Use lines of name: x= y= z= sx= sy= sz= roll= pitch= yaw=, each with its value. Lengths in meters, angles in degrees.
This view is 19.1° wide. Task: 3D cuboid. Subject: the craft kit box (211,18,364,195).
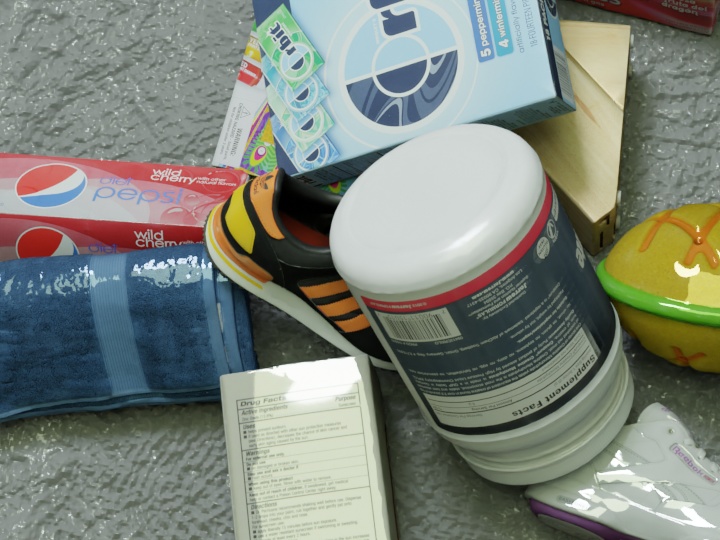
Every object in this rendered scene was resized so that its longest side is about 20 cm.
craft kit box: x=0.015 y=-0.141 z=1.457 sx=0.197 sy=0.048 sz=0.201 roll=15 pitch=87 yaw=24

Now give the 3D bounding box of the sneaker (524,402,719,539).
sneaker: x=0.210 y=0.139 z=1.363 sx=0.199 sy=0.075 sz=0.100 roll=17 pitch=73 yaw=12

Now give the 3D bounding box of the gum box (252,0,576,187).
gum box: x=0.029 y=-0.161 z=1.405 sx=0.199 sy=0.045 sz=0.171 roll=-16 pitch=74 yaw=22

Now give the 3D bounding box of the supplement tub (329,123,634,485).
supplement tub: x=0.079 y=0.022 z=1.332 sx=0.140 sy=0.200 sz=0.141 roll=-19 pitch=37 yaw=15

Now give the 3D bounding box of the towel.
towel: x=-0.170 y=0.041 z=1.426 sx=0.199 sy=0.112 sz=0.049 roll=-4 pitch=25 yaw=7

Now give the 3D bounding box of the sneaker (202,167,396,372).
sneaker: x=0.000 y=0.000 z=1.388 sx=0.199 sy=0.090 sz=0.070 roll=28 pitch=52 yaw=-21

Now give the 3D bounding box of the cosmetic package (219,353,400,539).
cosmetic package: x=-0.027 y=0.166 z=1.372 sx=0.103 sy=0.087 sz=0.201 roll=-7 pitch=70 yaw=5

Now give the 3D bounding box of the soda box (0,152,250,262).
soda box: x=-0.175 y=-0.032 z=1.464 sx=0.199 sy=0.064 sz=0.070 roll=3 pitch=40 yaw=8

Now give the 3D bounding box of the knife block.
knife block: x=0.099 y=-0.119 z=1.479 sx=0.175 sy=0.064 sz=0.201 roll=4 pitch=70 yaw=9

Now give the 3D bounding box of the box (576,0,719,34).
box: x=0.168 y=-0.253 z=1.504 sx=0.199 sy=0.095 sz=0.103 roll=17 pitch=71 yaw=12

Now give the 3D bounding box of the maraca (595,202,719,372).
maraca: x=0.252 y=0.013 z=1.385 sx=0.199 sy=0.137 sz=0.108 roll=6 pitch=110 yaw=-1
